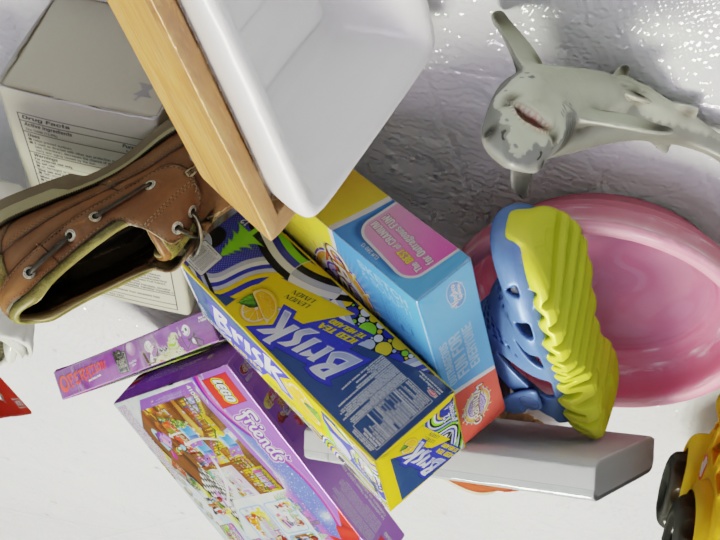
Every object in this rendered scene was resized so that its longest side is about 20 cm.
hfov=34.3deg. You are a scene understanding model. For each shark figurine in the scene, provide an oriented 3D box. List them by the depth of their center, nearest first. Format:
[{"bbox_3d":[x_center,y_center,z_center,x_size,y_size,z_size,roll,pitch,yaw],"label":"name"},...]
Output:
[{"bbox_3d":[0.129,-0.066,0.638,0.214,0.128,0.090,6,129,-31],"label":"shark figurine"}]

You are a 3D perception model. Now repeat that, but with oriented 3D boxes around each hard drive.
[{"bbox_3d":[0.081,0.119,0.782,0.199,0.027,0.132,3,-179,29],"label":"hard drive"}]

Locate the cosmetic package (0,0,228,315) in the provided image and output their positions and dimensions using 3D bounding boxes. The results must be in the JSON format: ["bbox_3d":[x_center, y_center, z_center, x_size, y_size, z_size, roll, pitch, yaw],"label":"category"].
[{"bbox_3d":[-0.150,-0.069,0.752,0.103,0.088,0.200,14,146,7],"label":"cosmetic package"}]

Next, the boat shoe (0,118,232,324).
[{"bbox_3d":[-0.112,-0.030,0.653,0.199,0.068,0.072,-27,147,-3],"label":"boat shoe"}]

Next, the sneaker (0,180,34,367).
[{"bbox_3d":[-0.245,0.007,0.781,0.073,0.116,0.200,2,177,-3],"label":"sneaker"}]

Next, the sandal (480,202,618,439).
[{"bbox_3d":[0.102,0.036,0.713,0.087,0.080,0.200,5,142,24],"label":"sandal"}]

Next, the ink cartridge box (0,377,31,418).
[{"bbox_3d":[-0.302,0.032,0.869,0.174,0.044,0.200,46,170,-2],"label":"ink cartridge box"}]

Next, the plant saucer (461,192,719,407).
[{"bbox_3d":[0.158,0.017,0.768,0.200,0.051,0.201,12,144,9],"label":"plant saucer"}]

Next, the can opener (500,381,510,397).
[{"bbox_3d":[0.012,0.070,0.851,0.199,0.067,0.053,5,172,32],"label":"can opener"}]

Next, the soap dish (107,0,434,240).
[{"bbox_3d":[-0.046,-0.138,0.566,0.081,0.158,0.200,17,149,30],"label":"soap dish"}]

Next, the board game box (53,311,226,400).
[{"bbox_3d":[-0.132,0.053,0.895,0.200,0.120,0.032,-21,91,41],"label":"board game box"}]

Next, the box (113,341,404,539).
[{"bbox_3d":[-0.076,0.149,0.876,0.137,0.039,0.200,-20,112,40],"label":"box"}]

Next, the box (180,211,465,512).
[{"bbox_3d":[-0.027,0.048,0.715,0.200,0.064,0.070,43,162,32],"label":"box"}]

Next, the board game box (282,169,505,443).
[{"bbox_3d":[0.000,0.000,0.727,0.200,0.040,0.153,40,160,37],"label":"board game box"}]

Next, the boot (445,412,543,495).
[{"bbox_3d":[0.051,0.128,0.950,0.199,0.075,0.107,30,156,-8],"label":"boot"}]

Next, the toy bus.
[{"bbox_3d":[0.284,0.128,0.792,0.135,0.200,0.193,10,109,9],"label":"toy bus"}]
